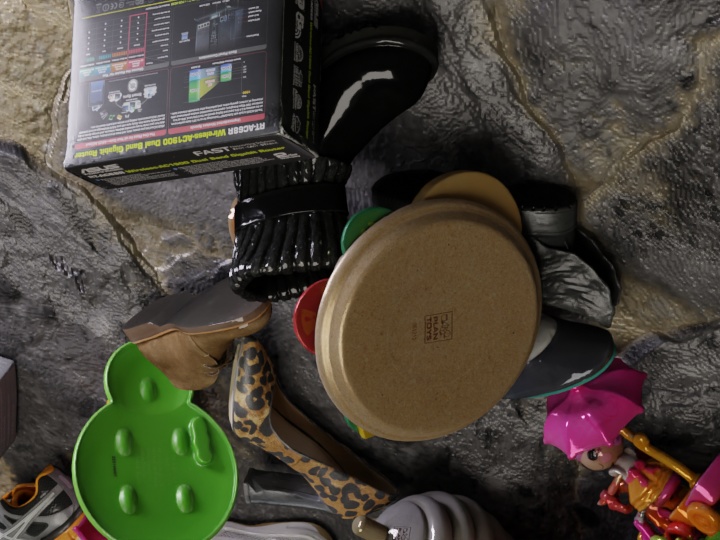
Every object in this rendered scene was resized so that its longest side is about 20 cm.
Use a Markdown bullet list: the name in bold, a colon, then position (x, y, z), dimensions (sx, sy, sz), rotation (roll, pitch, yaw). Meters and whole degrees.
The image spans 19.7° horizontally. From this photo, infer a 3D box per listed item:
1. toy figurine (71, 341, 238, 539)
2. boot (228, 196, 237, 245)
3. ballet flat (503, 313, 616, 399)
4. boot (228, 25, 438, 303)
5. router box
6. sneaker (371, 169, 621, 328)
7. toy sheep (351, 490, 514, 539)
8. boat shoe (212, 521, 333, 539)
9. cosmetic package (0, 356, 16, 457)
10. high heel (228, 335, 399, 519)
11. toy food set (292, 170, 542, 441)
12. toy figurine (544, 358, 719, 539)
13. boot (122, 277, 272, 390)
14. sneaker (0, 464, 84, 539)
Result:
- **toy figurine**: position (-0.209, 0.188, 1.892), dimensions (0.149, 0.201, 0.184), rotation (0, 157, -20)
- **boot**: position (0.000, 0.000, 1.651), dimensions (0.200, 0.077, 0.155), rotation (46, 154, -22)
- **ballet flat**: position (0.116, 0.069, 1.674), dimensions (0.199, 0.073, 0.073), rotation (-16, 120, 50)
- **boot**: position (-0.019, -0.076, 1.570), dimensions (0.079, 0.159, 0.211), rotation (24, 139, -39)
- **router box**: position (-0.126, -0.151, 1.569), dimensions (0.199, 0.151, 0.062), rotation (-7, 162, 28)
- **sneaker**: position (0.106, -0.017, 1.639), dimensions (0.198, 0.060, 0.105), rotation (6, 124, 14)
- **toy sheep**: position (0.065, 0.257, 1.825), dimensions (0.199, 0.139, 0.138), rotation (23, 140, -37)
- **boat shoe**: position (-0.121, 0.282, 1.963), dimensions (0.199, 0.069, 0.071), rotation (-11, 123, 30)
- **cosmetic package**: position (-0.398, 0.168, 1.900), dimensions (0.090, 0.200, 0.107), rotation (16, 132, 10)
- **high heel**: position (-0.039, 0.135, 1.822), dimensions (0.142, 0.072, 0.201), rotation (3, 129, 11)
- **toy food set**: position (0.048, 0.035, 1.566), dimensions (0.049, 0.197, 0.201), rotation (36, 146, 58)
- **toy figurine**: position (0.231, 0.155, 1.695), dimensions (0.184, 0.150, 0.200), rotation (39, 157, 8)
- **boot**: position (-0.124, 0.056, 1.760), dimensions (0.200, 0.074, 0.076), rotation (-13, 112, 56)
- **sneaker**: position (-0.332, 0.251, 2.032), dimensions (0.199, 0.078, 0.077), rotation (-31, 97, 34)
